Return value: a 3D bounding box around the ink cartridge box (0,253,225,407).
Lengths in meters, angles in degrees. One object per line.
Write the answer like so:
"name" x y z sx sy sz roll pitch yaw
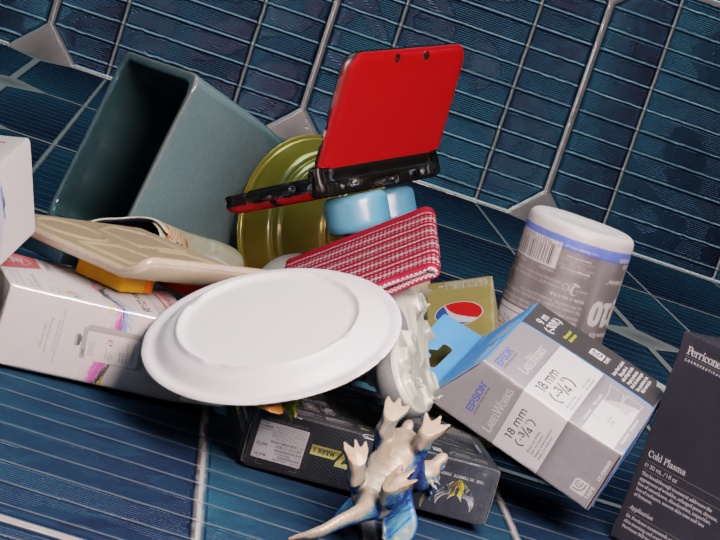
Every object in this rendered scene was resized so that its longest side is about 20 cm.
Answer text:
"ink cartridge box" -0.203 0.047 1.526 0.198 0.068 0.116 15 9 -23

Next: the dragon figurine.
"dragon figurine" 0.014 0.158 1.331 0.058 0.100 0.200 21 40 14

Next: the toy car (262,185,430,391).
"toy car" -0.042 0.029 1.803 0.198 0.187 0.177 -9 2 18

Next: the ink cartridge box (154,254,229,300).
"ink cartridge box" -0.130 0.042 1.706 0.115 0.068 0.199 10 13 -40

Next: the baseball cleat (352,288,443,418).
"baseball cleat" 0.010 0.075 1.493 0.106 0.070 0.200 -22 14 11

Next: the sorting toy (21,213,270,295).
"sorting toy" -0.192 -0.010 1.595 0.199 0.037 0.184 16 5 36

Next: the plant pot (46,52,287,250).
"plant pot" -0.172 -0.085 1.984 0.199 0.198 0.195 27 -1 -31

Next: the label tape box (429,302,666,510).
"label tape box" 0.138 0.090 1.565 0.199 0.064 0.144 33 29 10

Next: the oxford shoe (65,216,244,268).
"oxford shoe" -0.189 -0.012 1.823 0.198 0.072 0.074 3 -24 -35

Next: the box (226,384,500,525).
"box" -0.002 0.131 1.499 0.198 0.052 0.158 16 10 -12

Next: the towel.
"towel" 0.000 0.000 1.603 0.143 0.023 0.200 -22 14 7

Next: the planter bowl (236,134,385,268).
"planter bowl" -0.022 -0.037 1.926 0.199 0.203 0.083 12 -5 -38

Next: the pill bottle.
"pill bottle" 0.194 0.046 1.929 0.113 0.202 0.114 17 10 -3

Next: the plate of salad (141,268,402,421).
"plate of salad" -0.066 0.055 1.441 0.198 0.049 0.201 -6 28 3

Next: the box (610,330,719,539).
"box" 0.330 0.172 1.527 0.104 0.184 0.199 9 14 -46

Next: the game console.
"game console" -0.013 -0.130 1.742 0.171 0.120 0.199 -9 2 36

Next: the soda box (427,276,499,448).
"soda box" 0.094 0.081 1.713 0.063 0.068 0.200 -7 26 7

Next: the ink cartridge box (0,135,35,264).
"ink cartridge box" -0.346 -0.036 1.427 0.145 0.087 0.200 5 25 11
